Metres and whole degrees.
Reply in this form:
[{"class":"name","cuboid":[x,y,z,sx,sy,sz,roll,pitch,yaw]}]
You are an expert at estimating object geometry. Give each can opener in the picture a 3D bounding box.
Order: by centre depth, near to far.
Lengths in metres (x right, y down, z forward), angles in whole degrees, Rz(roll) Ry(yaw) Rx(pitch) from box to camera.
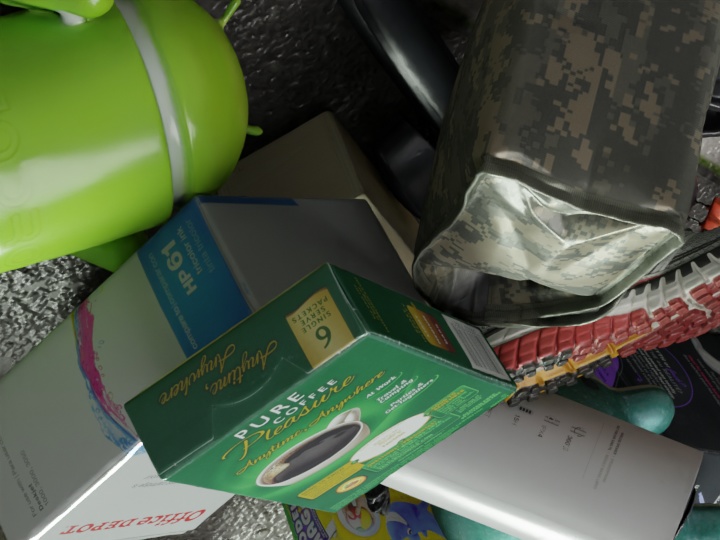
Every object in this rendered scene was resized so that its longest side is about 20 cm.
[{"class":"can opener","cuboid":[0.036,-0.095,1.348,0.079,0.063,0.200,-46,142,-13]}]

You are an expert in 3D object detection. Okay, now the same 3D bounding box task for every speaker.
[{"class":"speaker","cuboid":[0.080,0.098,1.373,0.199,0.081,0.082,21,131,6]}]

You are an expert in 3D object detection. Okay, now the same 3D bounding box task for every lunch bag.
[{"class":"lunch bag","cuboid":[0.097,-0.071,1.243,0.117,0.165,0.200,17,160,-8]}]

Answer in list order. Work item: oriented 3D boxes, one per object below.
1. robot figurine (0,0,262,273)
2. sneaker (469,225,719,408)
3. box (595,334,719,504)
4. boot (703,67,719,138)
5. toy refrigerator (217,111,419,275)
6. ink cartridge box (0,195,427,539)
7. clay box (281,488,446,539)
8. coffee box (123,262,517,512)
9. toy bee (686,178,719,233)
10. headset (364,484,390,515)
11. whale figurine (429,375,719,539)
[{"class":"robot figurine","cuboid":[-0.142,-0.068,1.218,0.199,0.116,0.176,-19,130,-16]},{"class":"sneaker","cuboid":[0.136,-0.002,1.332,0.199,0.083,0.078,-19,160,-8]},{"class":"box","cuboid":[0.206,0.114,1.638,0.199,0.123,0.106,10,126,-39]},{"class":"boot","cuboid":[0.222,-0.138,1.363,0.199,0.132,0.070,-17,154,-15]},{"class":"toy refrigerator","cuboid":[0.000,0.000,1.426,0.076,0.070,0.200,-29,142,9]},{"class":"ink cartridge box","cuboid":[-0.084,0.053,1.294,0.200,0.085,0.144,-42,157,28]},{"class":"clay box","cuboid":[0.025,0.176,1.520,0.114,0.201,0.048,5,143,-36]},{"class":"coffee box","cuboid":[-0.014,0.059,1.218,0.123,0.044,0.200,-35,159,15]},{"class":"toy bee","cuboid":[0.153,-0.062,1.423,0.108,0.131,0.200,11,149,15]},{"class":"headset","cuboid":[-0.065,0.074,1.436,0.199,0.094,0.124,26,120,-33]},{"class":"whale figurine","cuboid":[0.133,0.139,1.479,0.199,0.104,0.159,32,104,-22]}]
